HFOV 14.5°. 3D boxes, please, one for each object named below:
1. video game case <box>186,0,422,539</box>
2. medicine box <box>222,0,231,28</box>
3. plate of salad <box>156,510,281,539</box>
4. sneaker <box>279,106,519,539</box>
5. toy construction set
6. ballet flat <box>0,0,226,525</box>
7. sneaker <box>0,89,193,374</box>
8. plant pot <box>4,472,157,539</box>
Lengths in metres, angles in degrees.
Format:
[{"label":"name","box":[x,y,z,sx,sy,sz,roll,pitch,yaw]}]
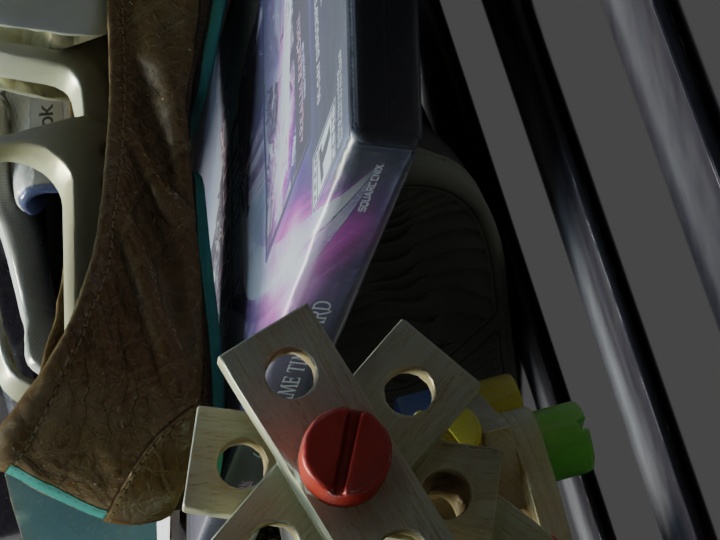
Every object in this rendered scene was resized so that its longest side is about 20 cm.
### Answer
[{"label":"video game case","box":[-0.018,-0.033,0.704,0.200,0.019,0.143,114,159,-54]},{"label":"medicine box","box":[-0.118,-0.093,0.998,0.200,0.103,0.182,36,170,25]},{"label":"plate of salad","box":[-0.038,0.081,1.114,0.200,0.048,0.201,3,-90,-77]},{"label":"sneaker","box":[0.010,0.031,0.819,0.106,0.074,0.201,-105,13,-57]},{"label":"toy construction set","box":[0.026,0.070,0.622,0.200,0.092,0.132,50,-156,-75]},{"label":"ballet flat","box":[-0.070,-0.032,0.733,0.068,0.072,0.201,127,147,-64]},{"label":"sneaker","box":[-0.078,-0.060,0.820,0.087,0.074,0.201,-42,-57,-73]},{"label":"plant pot","box":[-0.057,0.135,1.280,0.200,0.134,0.201,-25,-90,-89]}]
